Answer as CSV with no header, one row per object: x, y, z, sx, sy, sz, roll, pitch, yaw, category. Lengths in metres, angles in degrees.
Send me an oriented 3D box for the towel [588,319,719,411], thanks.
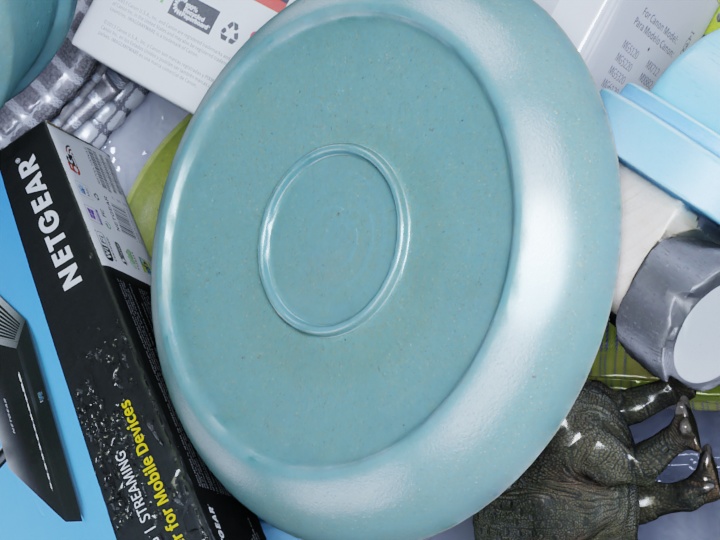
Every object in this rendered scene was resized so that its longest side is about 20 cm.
0.159,-0.037,0.908,0.143,0.023,0.201,3,78,9,towel

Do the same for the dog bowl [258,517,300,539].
-0.068,0.140,0.890,0.199,0.050,0.112,-10,78,5,dog bowl

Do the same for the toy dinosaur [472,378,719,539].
0.079,0.086,0.820,0.102,0.201,0.077,-13,34,11,toy dinosaur

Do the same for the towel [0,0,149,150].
-0.186,-0.116,0.939,0.200,0.086,0.166,43,88,13,towel

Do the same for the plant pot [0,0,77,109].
-0.218,-0.062,0.761,0.199,0.201,0.197,8,47,9,plant pot

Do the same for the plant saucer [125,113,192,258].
0.000,0.000,0.894,0.199,0.031,0.201,-4,59,7,plant saucer

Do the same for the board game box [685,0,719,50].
0.152,-0.136,0.847,0.120,0.032,0.200,43,101,35,board game box

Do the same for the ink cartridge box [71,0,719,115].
0.021,-0.111,0.846,0.200,0.084,0.176,30,93,29,ink cartridge box

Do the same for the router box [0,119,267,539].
-0.131,0.067,0.851,0.149,0.051,0.201,-33,63,16,router box

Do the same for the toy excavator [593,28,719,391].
0.169,-0.043,0.769,0.200,0.194,0.100,-56,45,7,toy excavator

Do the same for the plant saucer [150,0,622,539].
-0.003,-0.009,0.755,0.199,0.027,0.201,-10,75,39,plant saucer
